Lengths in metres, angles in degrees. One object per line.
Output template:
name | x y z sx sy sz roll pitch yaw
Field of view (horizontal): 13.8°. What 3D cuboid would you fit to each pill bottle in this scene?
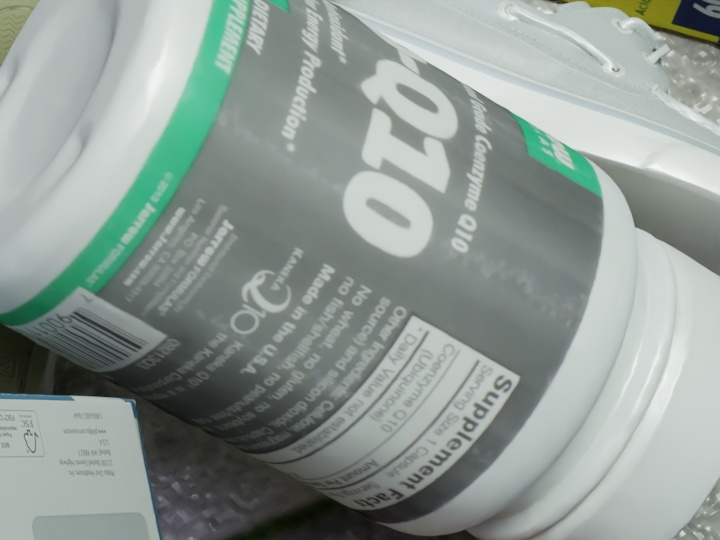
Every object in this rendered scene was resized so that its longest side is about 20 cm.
pill bottle | 0.000 0.000 0.790 0.200 0.113 0.113 29 59 -25

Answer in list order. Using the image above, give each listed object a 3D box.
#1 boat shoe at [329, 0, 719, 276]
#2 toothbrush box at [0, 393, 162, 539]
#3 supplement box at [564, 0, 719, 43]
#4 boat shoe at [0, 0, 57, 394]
boat shoe | 0.058 -0.051 0.896 0.200 0.072 0.069 20 65 12
toothbrush box | -0.162 0.090 0.687 0.200 0.146 0.086 -15 81 23
supplement box | 0.051 -0.163 0.922 0.199 0.109 0.110 15 62 -1
boat shoe | -0.118 0.017 0.825 0.075 0.068 0.200 22 60 -22
